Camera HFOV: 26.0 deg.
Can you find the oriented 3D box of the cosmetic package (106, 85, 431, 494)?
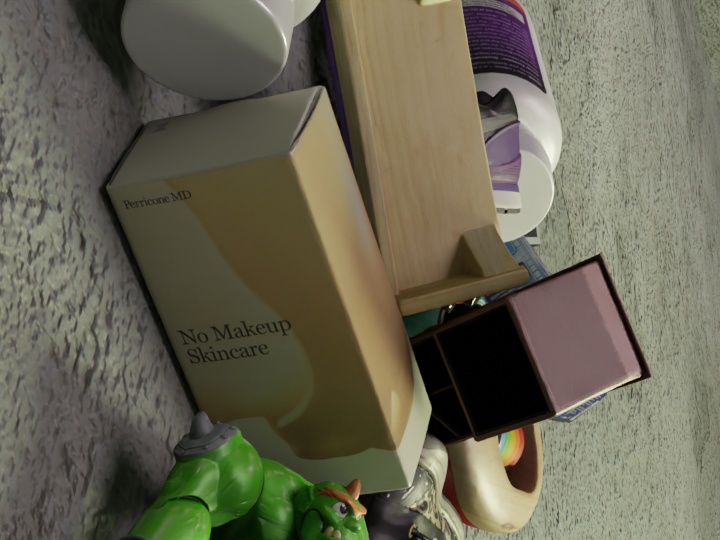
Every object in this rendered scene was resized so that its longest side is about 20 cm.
[{"bbox_3d":[-0.041,0.018,0.791,0.071,0.104,0.202,-70,145,-55],"label":"cosmetic package"}]

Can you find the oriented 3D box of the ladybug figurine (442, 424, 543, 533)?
[{"bbox_3d":[0.079,0.122,1.128,0.200,0.071,0.138,38,46,-64],"label":"ladybug figurine"}]

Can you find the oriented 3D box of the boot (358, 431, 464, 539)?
[{"bbox_3d":[0.004,0.192,0.909,0.204,0.073,0.155,81,27,-58],"label":"boot"}]

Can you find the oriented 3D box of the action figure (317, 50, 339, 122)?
[{"bbox_3d":[0.010,-0.125,1.045,0.118,0.054,0.203,29,65,-54],"label":"action figure"}]

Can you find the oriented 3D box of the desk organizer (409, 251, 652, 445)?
[{"bbox_3d":[0.061,0.061,0.885,0.076,0.199,0.072,-19,84,-38],"label":"desk organizer"}]

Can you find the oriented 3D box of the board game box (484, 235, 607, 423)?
[{"bbox_3d":[0.122,0.018,1.208,0.201,0.061,0.200,57,6,11],"label":"board game box"}]

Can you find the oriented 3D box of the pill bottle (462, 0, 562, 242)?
[{"bbox_3d":[0.085,-0.114,1.122,0.201,0.110,0.112,-95,165,-50],"label":"pill bottle"}]

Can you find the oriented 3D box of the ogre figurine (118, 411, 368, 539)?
[{"bbox_3d":[-0.053,0.147,0.729,0.199,0.098,0.121,30,64,-30],"label":"ogre figurine"}]

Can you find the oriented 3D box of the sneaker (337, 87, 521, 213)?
[{"bbox_3d":[0.019,-0.084,0.953,0.198,0.075,0.089,1,94,-42],"label":"sneaker"}]

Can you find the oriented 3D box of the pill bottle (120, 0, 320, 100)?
[{"bbox_3d":[-0.065,-0.189,0.792,0.111,0.110,0.202,58,30,-48],"label":"pill bottle"}]

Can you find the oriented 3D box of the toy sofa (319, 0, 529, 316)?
[{"bbox_3d":[0.023,-0.080,0.864,0.097,0.082,0.203,-169,-113,-67],"label":"toy sofa"}]

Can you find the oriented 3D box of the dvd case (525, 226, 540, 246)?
[{"bbox_3d":[0.122,-0.096,1.404,0.200,0.024,0.153,-3,86,-70],"label":"dvd case"}]

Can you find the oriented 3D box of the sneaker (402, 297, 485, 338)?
[{"bbox_3d":[0.051,0.016,1.075,0.072,0.079,0.202,62,25,-44],"label":"sneaker"}]

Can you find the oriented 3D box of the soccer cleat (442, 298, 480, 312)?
[{"bbox_3d":[0.000,0.000,0.961,0.199,0.085,0.069,-17,134,-46],"label":"soccer cleat"}]
